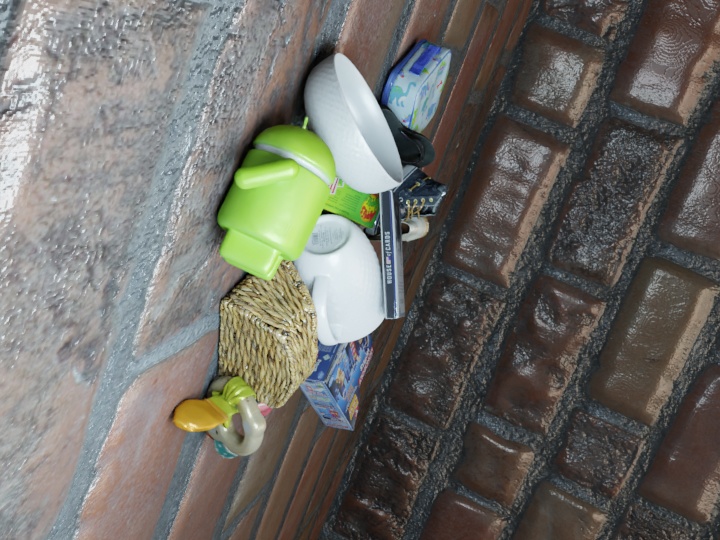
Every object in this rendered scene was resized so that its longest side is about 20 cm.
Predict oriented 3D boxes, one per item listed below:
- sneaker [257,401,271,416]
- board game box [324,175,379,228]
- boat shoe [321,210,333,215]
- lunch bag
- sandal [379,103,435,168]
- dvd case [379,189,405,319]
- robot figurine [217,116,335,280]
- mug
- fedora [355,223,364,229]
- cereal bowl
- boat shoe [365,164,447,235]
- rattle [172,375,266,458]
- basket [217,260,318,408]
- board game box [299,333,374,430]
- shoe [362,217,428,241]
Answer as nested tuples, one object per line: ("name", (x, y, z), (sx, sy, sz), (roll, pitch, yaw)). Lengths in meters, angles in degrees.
("sneaker", (-0.182, 0.237, 1.553), (0.087, 0.073, 0.200), (-64, 169, 9))
("board game box", (-0.029, -0.139, 1.368), (0.200, 0.047, 0.102), (18, 94, -59))
("boat shoe", (-0.064, -0.090, 1.460), (0.064, 0.070, 0.201), (22, 94, -61))
("lunch bag", (0.103, -0.345, 1.681), (0.200, 0.082, 0.161), (-56, 166, -42))
("sandal", (0.072, -0.232, 1.605), (0.075, 0.048, 0.200), (-39, 140, 20))
("dvd case", (0.053, -0.023, 1.421), (0.150, 0.025, 0.201), (16, 72, -82))
("robot figurine", (-0.103, -0.093, 1.091), (0.175, 0.115, 0.201), (87, 28, -82))
("mug", (-0.043, 0.023, 1.360), (0.176, 0.147, 0.201), (76, 18, -47))
("fedora", (0.004, -0.152, 1.580), (0.177, 0.090, 0.200), (102, 16, -50))
("cereal bowl", (-0.020, -0.192, 1.208), (0.083, 0.201, 0.200), (-25, -179, 16))
("boat shoe", (0.086, -0.118, 1.561), (0.200, 0.091, 0.071), (-53, 165, -44))
("rattle", (-0.236, 0.254, 1.335), (0.143, 0.130, 0.200), (-42, -177, -42))
("basket", (-0.118, 0.092, 1.323), (0.149, 0.142, 0.201), (-49, 161, -40))
("board game box", (-0.039, 0.185, 1.581), (0.201, 0.061, 0.200), (78, 27, -42))
("shoe", (0.033, -0.091, 1.649), (0.053, 0.199, 0.070), (-27, 116, -48))
